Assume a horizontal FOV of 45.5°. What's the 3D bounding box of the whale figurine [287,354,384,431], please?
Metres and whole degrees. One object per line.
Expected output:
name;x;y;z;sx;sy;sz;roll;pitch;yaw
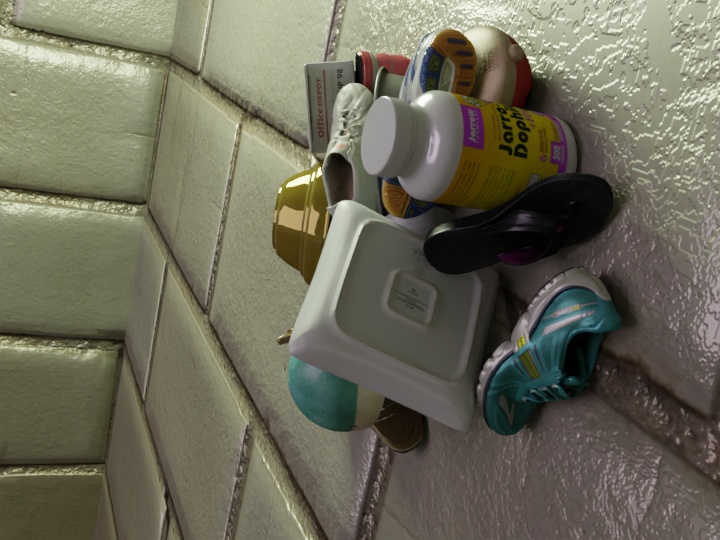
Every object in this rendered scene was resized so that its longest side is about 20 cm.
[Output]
whale figurine;-0.031;0.075;0.938;0.160;0.102;0.203;107;158;-63

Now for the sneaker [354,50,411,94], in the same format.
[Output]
sneaker;0.036;-0.249;1.178;0.200;0.085;0.075;-162;69;-89

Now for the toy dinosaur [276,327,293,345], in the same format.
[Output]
toy dinosaur;-0.058;0.061;1.306;0.102;0.058;0.201;98;-161;-49

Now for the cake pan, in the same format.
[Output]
cake pan;0.048;-0.146;1.048;0.200;0.036;0.204;-1;-90;-80

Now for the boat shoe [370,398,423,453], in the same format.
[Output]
boat shoe;0.024;0.158;1.114;0.065;0.072;0.201;76;166;-50

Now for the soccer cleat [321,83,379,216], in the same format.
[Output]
soccer cleat;-0.011;-0.147;1.033;0.069;0.077;0.203;-18;63;32

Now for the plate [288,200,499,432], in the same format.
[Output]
plate;0.046;0.034;0.860;0.032;0.197;0.202;126;166;-53

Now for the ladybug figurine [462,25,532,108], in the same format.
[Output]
ladybug figurine;0.127;-0.190;0.953;0.200;0.071;0.138;149;122;-61

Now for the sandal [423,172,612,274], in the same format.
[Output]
sandal;0.148;-0.030;0.811;0.199;0.075;0.048;-22;34;35

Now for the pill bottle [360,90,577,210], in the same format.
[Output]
pill bottle;0.104;-0.114;0.833;0.104;0.197;0.106;-174;90;-65

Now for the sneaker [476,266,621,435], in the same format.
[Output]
sneaker;0.171;0.090;0.797;0.080;0.077;0.202;57;138;37

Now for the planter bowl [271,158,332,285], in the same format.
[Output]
planter bowl;-0.076;-0.071;1.195;0.200;0.082;0.204;9;-90;-88

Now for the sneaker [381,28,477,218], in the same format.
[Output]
sneaker;0.071;-0.156;0.919;0.088;0.074;0.203;-120;47;-68

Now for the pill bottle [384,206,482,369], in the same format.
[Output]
pill bottle;0.073;0.038;0.968;0.114;0.113;0.203;141;131;-57

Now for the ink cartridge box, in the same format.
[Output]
ink cartridge box;-0.038;-0.221;1.166;0.200;0.066;0.118;-98;4;-79
